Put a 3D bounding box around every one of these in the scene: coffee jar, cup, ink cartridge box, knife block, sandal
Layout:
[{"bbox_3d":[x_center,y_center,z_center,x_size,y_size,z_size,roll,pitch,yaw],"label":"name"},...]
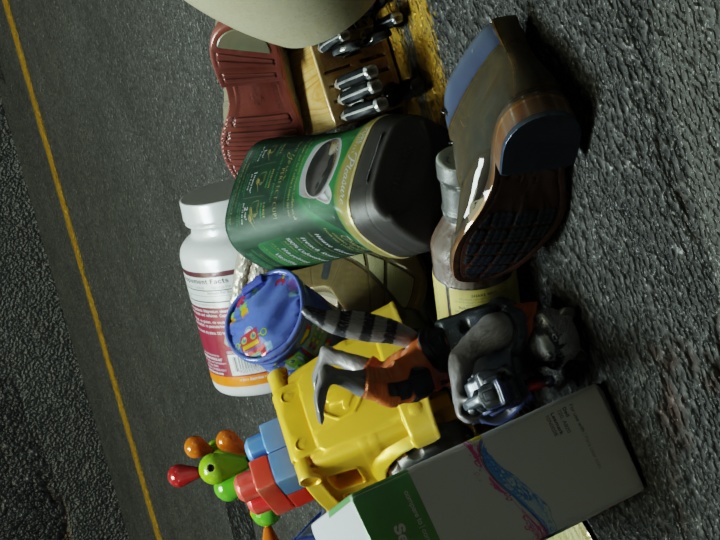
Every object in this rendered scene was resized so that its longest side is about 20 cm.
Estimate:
[{"bbox_3d":[-0.011,-0.058,1.558,0.200,0.085,0.105,-6,60,51],"label":"coffee jar"},{"bbox_3d":[-0.059,-0.249,1.499,0.143,0.200,0.200,53,177,-37],"label":"cup"},{"bbox_3d":[0.081,0.167,1.439,0.084,0.199,0.145,65,162,9],"label":"ink cartridge box"},{"bbox_3d":[-0.007,-0.140,1.616,0.201,0.064,0.176,90,156,-46],"label":"knife block"},{"bbox_3d":[0.000,0.000,1.738,0.200,0.054,0.081,12,86,55],"label":"sandal"}]

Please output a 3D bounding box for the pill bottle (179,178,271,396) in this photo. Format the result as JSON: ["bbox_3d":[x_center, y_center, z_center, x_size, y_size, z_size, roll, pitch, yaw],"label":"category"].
[{"bbox_3d":[-0.116,0.015,2.041,0.113,0.112,0.201,-151,46,-66],"label":"pill bottle"}]

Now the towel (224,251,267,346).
[{"bbox_3d":[-0.089,-0.037,1.876,0.133,0.034,0.201,-78,-1,-59],"label":"towel"}]

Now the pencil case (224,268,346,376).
[{"bbox_3d":[-0.033,0.062,1.663,0.200,0.078,0.087,36,-160,-56],"label":"pencil case"}]

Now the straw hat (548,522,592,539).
[{"bbox_3d":[0.126,0.264,1.591,0.201,0.085,0.202,161,90,-73],"label":"straw hat"}]

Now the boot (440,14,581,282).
[{"bbox_3d":[0.095,-0.079,1.377,0.200,0.074,0.097,111,149,-53],"label":"boot"}]

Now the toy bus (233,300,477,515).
[{"bbox_3d":[0.001,0.143,1.610,0.200,0.191,0.136,52,-166,-57],"label":"toy bus"}]

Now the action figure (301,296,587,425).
[{"bbox_3d":[0.060,0.058,1.407,0.200,0.192,0.105,90,170,-83],"label":"action figure"}]

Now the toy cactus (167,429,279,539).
[{"bbox_3d":[-0.059,0.175,1.767,0.200,0.164,0.103,32,-138,-53],"label":"toy cactus"}]

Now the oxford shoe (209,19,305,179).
[{"bbox_3d":[-0.078,-0.145,1.650,0.201,0.070,0.075,87,-176,-47],"label":"oxford shoe"}]

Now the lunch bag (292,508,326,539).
[{"bbox_3d":[0.027,0.259,1.711,0.199,0.136,0.133,0,114,30],"label":"lunch bag"}]

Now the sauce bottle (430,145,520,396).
[{"bbox_3d":[0.084,0.004,1.483,0.065,0.064,0.201,-131,29,-51],"label":"sauce bottle"}]

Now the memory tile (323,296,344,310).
[{"bbox_3d":[-0.023,0.048,1.822,0.153,0.017,0.201,-32,62,54],"label":"memory tile"}]
